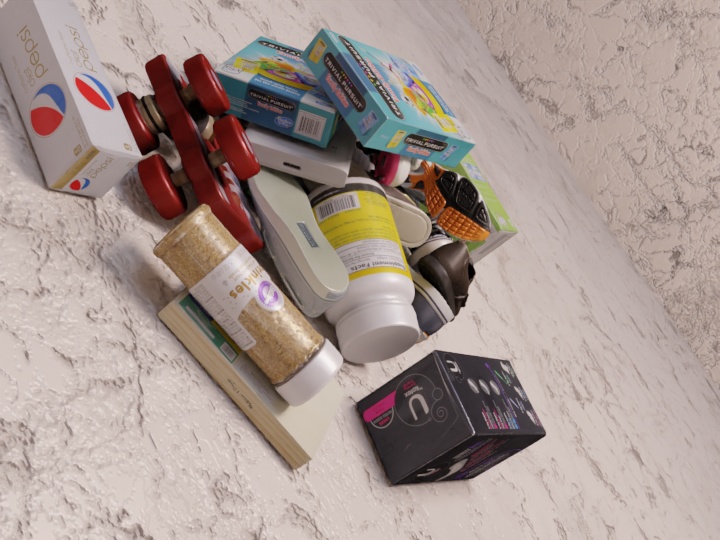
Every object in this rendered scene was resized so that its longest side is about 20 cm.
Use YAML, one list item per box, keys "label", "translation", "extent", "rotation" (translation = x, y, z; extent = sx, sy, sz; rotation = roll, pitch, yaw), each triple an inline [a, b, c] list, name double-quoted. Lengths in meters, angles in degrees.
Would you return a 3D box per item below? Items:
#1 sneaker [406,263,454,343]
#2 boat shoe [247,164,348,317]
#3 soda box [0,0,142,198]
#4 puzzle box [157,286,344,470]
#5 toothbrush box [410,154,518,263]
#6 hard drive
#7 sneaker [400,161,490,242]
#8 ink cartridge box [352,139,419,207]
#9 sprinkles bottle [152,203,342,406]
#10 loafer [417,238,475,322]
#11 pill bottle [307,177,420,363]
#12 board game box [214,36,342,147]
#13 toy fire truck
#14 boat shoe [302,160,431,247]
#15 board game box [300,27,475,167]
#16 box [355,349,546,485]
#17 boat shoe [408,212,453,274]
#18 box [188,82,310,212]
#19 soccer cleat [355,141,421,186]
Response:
- label: "sneaker"
  translation: [0.053, 0.039, 1.193]
  extent: [0.079, 0.079, 0.200]
  rotation: [53, -2, -17]
- label: "boat shoe"
  translation: [-0.086, -0.036, 1.033]
  extent: [0.070, 0.072, 0.202]
  rotation: [-3, 55, -46]
- label: "soda box"
  translation: [-0.281, -0.170, 0.853]
  extent: [0.063, 0.068, 0.201]
  rotation: [8, 50, -58]
- label: "puzzle box"
  translation: [-0.101, 0.084, 0.893]
  extent: [0.200, 0.025, 0.133]
  rotation: [50, 24, -7]
- label: "toothbrush box"
  translation: [0.132, -0.104, 1.435]
  extent: [0.201, 0.145, 0.086]
  rotation: [59, 24, 15]
- label: "hard drive"
  translation: [-0.072, -0.168, 1.122]
  extent: [0.130, 0.026, 0.201]
  rotation: [17, 27, -4]
- label: "sneaker"
  translation: [0.120, -0.109, 1.287]
  extent: [0.200, 0.076, 0.092]
  rotation: [47, 9, 28]
- label: "ink cartridge box"
  translation: [-0.006, -0.130, 1.300]
  extent: [0.200, 0.076, 0.137]
  rotation: [48, 24, -17]
- label: "sprinkles bottle"
  translation: [-0.104, 0.034, 0.842]
  extent: [0.200, 0.068, 0.068]
  rotation: [49, 24, -9]
- label: "loafer"
  translation: [0.124, 0.013, 1.200]
  extent: [0.073, 0.071, 0.200]
  rotation: [52, -4, 13]
- label: "pill bottle"
  translation: [0.000, 0.000, 1.078]
  extent: [0.114, 0.114, 0.202]
  rotation: [23, 44, -49]
- label: "board game box"
  translation: [-0.088, -0.229, 1.129]
  extent: [0.149, 0.047, 0.200]
  rotation: [20, 28, 1]
- label: "toy fire truck"
  translation: [-0.172, -0.125, 0.976]
  extent: [0.201, 0.111, 0.168]
  rotation: [63, 1, 21]
- label: "boat shoe"
  translation: [0.004, -0.098, 1.191]
  extent: [0.199, 0.072, 0.060]
  rotation: [28, 14, -21]
- label: "board game box"
  translation: [0.038, -0.206, 1.100]
  extent: [0.199, 0.047, 0.152]
  rotation: [3, 48, -54]
- label: "box"
  translation: [0.109, 0.171, 1.044]
  extent: [0.199, 0.122, 0.107]
  rotation: [15, 44, -56]
- label: "boat shoe"
  translation: [0.096, -0.044, 1.300]
  extent: [0.200, 0.074, 0.094]
  rotation: [82, -6, -78]
- label: "box"
  translation: [-0.137, -0.152, 1.139]
  extent: [0.201, 0.035, 0.110]
  rotation: [56, 24, 5]
- label: "soccer cleat"
  translation: [0.053, -0.157, 1.184]
  extent: [0.085, 0.071, 0.200]
  rotation: [13, 20, -15]
